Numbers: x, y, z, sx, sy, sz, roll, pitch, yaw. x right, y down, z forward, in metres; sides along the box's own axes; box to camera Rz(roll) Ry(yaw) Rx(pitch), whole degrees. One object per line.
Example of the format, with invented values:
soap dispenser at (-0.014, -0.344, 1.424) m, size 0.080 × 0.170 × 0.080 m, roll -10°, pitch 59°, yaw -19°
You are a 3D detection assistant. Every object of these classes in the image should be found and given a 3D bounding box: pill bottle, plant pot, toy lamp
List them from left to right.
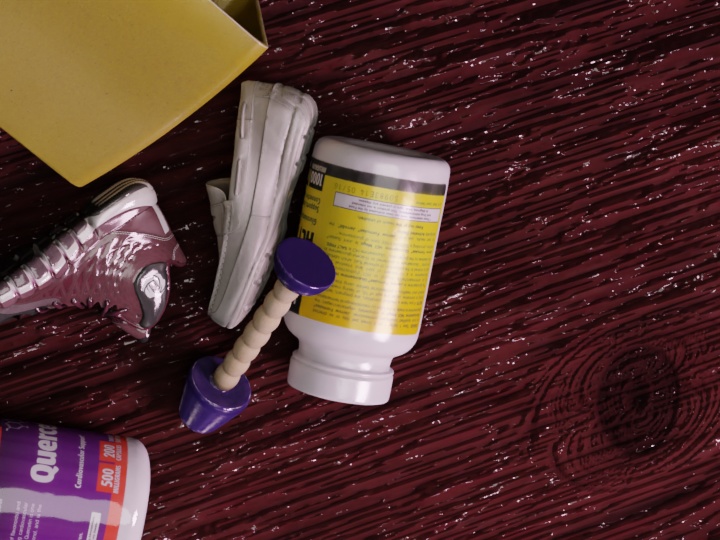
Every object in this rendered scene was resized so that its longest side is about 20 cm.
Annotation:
pill bottle at (-0.271, 0.174, 1.511) m, size 0.199 × 0.112 × 0.113 m, roll 10°, pitch 97°, yaw -15°
plant pot at (-0.203, -0.182, 1.432) m, size 0.200 × 0.200 × 0.177 m, roll 38°, pitch 101°, yaw -16°
toy lamp at (-0.087, 0.057, 1.517) m, size 0.058 × 0.058 × 0.200 m, roll 26°, pitch 128°, yaw -16°
pill bottle at (0.000, 0.000, 1.541) m, size 0.112 × 0.112 × 0.201 m, roll 9°, pitch 97°, yaw -14°

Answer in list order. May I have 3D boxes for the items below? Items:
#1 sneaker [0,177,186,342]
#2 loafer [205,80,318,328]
sneaker at (-0.222, 0.026, 1.517) m, size 0.199 × 0.076 × 0.116 m, roll -35°, pitch 108°, yaw -5°
loafer at (-0.091, -0.053, 1.540) m, size 0.069 × 0.070 × 0.201 m, roll 18°, pitch 99°, yaw 6°
